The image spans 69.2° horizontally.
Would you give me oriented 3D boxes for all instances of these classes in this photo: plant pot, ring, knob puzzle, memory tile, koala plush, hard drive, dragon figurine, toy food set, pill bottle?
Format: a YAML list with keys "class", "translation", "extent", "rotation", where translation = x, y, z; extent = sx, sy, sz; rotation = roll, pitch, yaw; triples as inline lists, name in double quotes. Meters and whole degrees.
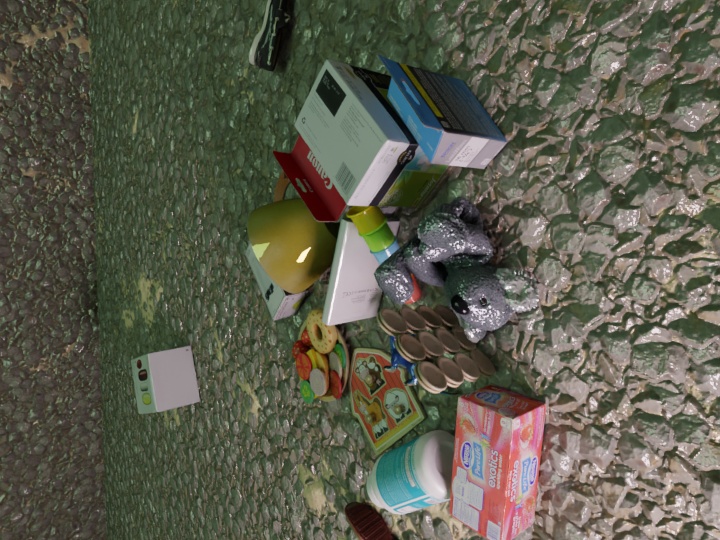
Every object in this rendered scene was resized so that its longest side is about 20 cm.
- class: "plant pot"
  translation: [-0.116, -0.073, 1.083]
  extent: [0.141, 0.200, 0.201]
  rotation: [-28, 72, 19]
- class: "ring"
  translation: [-0.153, -0.150, 1.222]
  extent: [0.200, 0.019, 0.202]
  rotation: [8, 101, 49]
- class: "knob puzzle"
  translation: [0.028, 0.247, 1.052]
  extent: [0.219, 0.030, 0.222]
  rotation: [8, 100, 49]
- class: "memory tile"
  translation: [0.119, 0.114, 0.808]
  extent: [0.017, 0.199, 0.154]
  rotation: [-52, 58, 28]
- class: "koala plush"
  translation: [0.163, 0.007, 0.802]
  extent: [0.200, 0.184, 0.177]
  rotation: [48, 130, 7]
- class: "hard drive"
  translation: [0.000, 0.000, 0.979]
  extent: [0.027, 0.131, 0.202]
  rotation: [31, 117, 42]
- class: "dragon figurine"
  translation: [0.096, 0.149, 0.942]
  extent: [0.199, 0.059, 0.100]
  rotation: [29, 116, 44]
- class: "toy food set"
  translation: [-0.091, 0.197, 1.163]
  extent: [0.200, 0.048, 0.199]
  rotation: [-42, 62, 44]
- class: "pill bottle"
  translation: [0.093, 0.367, 0.931]
  extent: [0.200, 0.110, 0.111]
  rotation: [-42, 64, 42]

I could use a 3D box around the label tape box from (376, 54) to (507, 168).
- class: "label tape box"
  translation: [0.109, -0.230, 0.778]
  extent: [0.063, 0.199, 0.145]
  rotation: [-48, 59, 39]

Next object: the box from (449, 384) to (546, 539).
- class: "box"
  translation: [0.209, 0.293, 0.804]
  extent: [0.102, 0.094, 0.202]
  rotation: [11, 102, 47]

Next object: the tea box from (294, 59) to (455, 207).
- class: "tea box"
  translation: [0.032, -0.221, 0.869]
  extent: [0.134, 0.196, 0.201]
  rotation: [-54, 56, 37]

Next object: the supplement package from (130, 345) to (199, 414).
- class: "supplement package"
  translation: [-0.663, 0.371, 1.762]
  extent: [0.199, 0.146, 0.193]
  rotation: [-22, 78, 48]

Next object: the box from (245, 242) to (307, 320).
- class: "box"
  translation: [-0.205, 0.003, 1.254]
  extent: [0.201, 0.060, 0.117]
  rotation: [62, 144, 24]

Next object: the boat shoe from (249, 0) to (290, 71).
- class: "boat shoe"
  translation: [-0.191, -0.557, 1.187]
  extent: [0.060, 0.074, 0.201]
  rotation: [24, 99, 1]

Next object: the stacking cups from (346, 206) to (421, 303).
- class: "stacking cups"
  translation: [0.047, -0.027, 0.909]
  extent: [0.060, 0.061, 0.201]
  rotation: [-4, 122, 48]

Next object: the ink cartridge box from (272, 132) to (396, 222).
- class: "ink cartridge box"
  translation: [-0.042, -0.186, 0.973]
  extent: [0.201, 0.175, 0.084]
  rotation: [55, 131, 28]

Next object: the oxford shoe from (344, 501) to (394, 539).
- class: "oxford shoe"
  translation: [0.031, 0.561, 1.057]
  extent: [0.200, 0.070, 0.075]
  rotation: [37, 126, 41]
